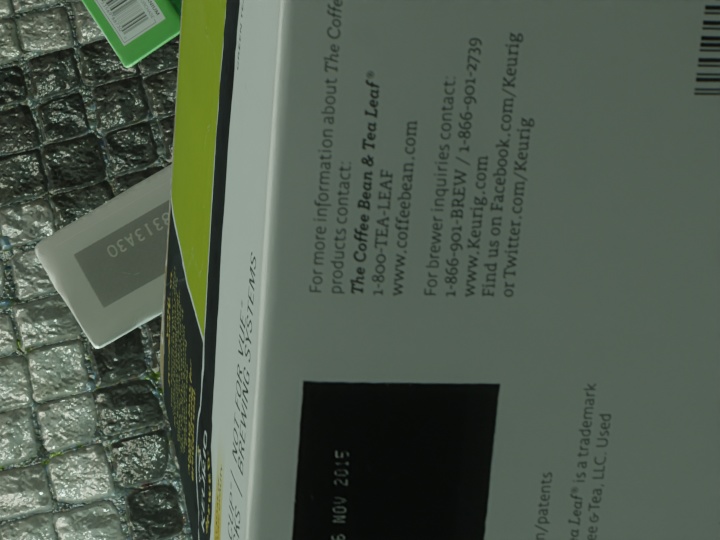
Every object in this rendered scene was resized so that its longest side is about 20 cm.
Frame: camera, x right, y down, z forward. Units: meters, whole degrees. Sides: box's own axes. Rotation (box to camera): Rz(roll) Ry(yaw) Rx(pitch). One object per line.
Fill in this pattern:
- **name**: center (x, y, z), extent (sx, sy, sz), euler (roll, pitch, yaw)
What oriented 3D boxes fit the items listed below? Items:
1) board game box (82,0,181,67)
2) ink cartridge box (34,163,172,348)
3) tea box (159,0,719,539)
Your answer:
- **board game box**: center (-0.096, -0.196, 1.169), extent (0.153, 0.040, 0.200), euler (57, -150, -8)
- **ink cartridge box**: center (-0.024, -0.041, 0.928), extent (0.050, 0.161, 0.200), euler (60, -171, -2)
- **tea box**: center (0.028, -0.027, 0.587), extent (0.197, 0.133, 0.201), euler (-114, 27, -66)
